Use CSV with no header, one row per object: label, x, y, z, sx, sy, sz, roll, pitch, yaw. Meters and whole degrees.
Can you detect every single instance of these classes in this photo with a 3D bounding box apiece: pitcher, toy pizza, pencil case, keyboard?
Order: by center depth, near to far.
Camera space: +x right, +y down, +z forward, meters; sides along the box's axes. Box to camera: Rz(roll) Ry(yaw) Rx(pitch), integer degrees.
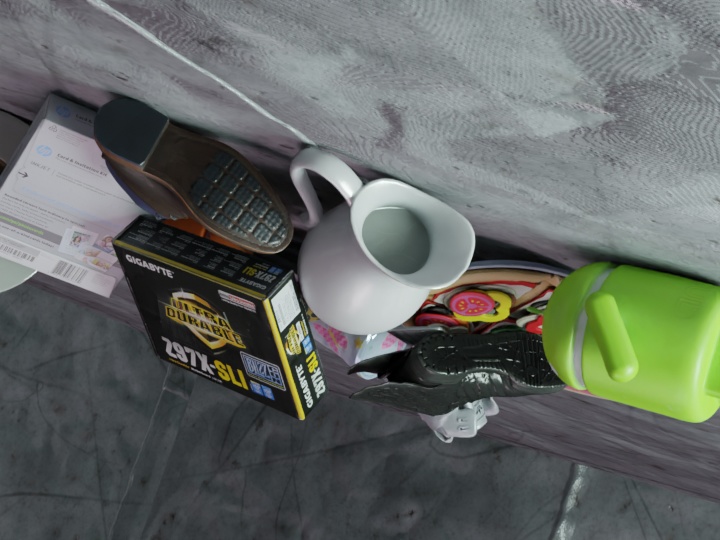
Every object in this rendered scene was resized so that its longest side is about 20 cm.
pitcher,-0.005,-0.028,1.343,0.172,0.121,0.200,41,159,-3
toy pizza,0.133,0.046,1.471,0.200,0.032,0.200,1,154,0
keyboard,0.092,0.084,1.521,0.056,0.011,0.200,3,164,28
pencil case,-0.040,0.039,1.682,0.200,0.091,0.083,34,-137,32

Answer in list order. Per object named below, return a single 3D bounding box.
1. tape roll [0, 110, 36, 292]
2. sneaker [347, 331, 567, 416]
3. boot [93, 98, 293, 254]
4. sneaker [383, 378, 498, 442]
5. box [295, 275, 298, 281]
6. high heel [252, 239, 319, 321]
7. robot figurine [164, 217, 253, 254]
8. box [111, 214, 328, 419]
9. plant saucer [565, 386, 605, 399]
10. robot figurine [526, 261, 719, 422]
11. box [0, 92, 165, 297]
tape roll,-0.422,-0.069,1.623,0.203,0.203,0.139,22,171,-17
sneaker,0.096,0.102,1.469,0.200,0.060,0.104,6,150,-21
boot,-0.150,-0.076,1.360,0.200,0.075,0.097,36,164,-4
sneaker,0.124,0.108,1.655,0.200,0.075,0.115,-36,89,36
box,0.000,0.000,1.527,0.041,0.039,0.200,-27,-169,-40
high heel,-0.050,0.053,1.519,0.143,0.071,0.200,20,137,2
robot figurine,-0.167,-0.030,1.613,0.200,0.117,0.144,15,159,27
box,-0.133,0.044,1.450,0.200,0.049,0.160,20,142,34
plant saucer,0.273,0.113,1.723,0.200,0.051,0.201,14,171,2
robot figurine,0.243,0.058,1.283,0.200,0.116,0.175,15,177,29
box,-0.272,-0.068,1.482,0.156,0.041,0.200,22,135,-22
